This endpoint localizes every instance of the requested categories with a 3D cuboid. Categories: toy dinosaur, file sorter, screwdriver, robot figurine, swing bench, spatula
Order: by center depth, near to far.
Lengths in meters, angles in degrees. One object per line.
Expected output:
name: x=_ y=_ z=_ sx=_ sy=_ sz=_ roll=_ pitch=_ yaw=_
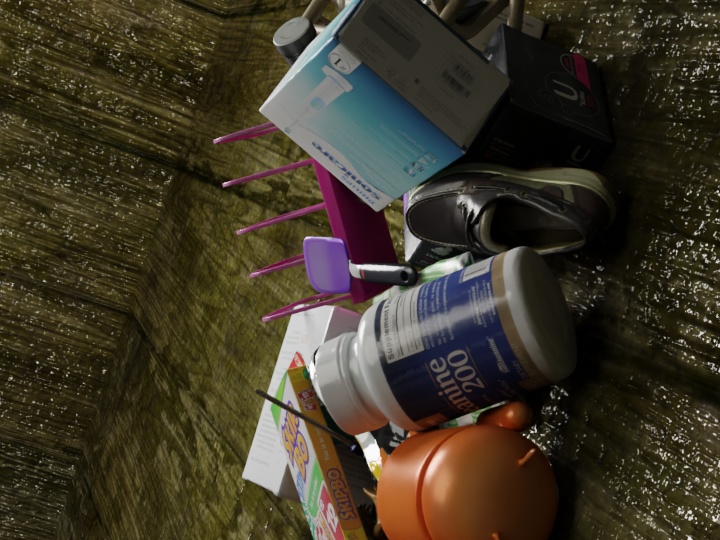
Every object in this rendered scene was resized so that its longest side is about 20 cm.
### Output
robot figurine: x=0.084 y=0.183 z=1.285 sx=0.118 sy=0.143 sz=0.200 roll=67 pitch=159 yaw=0
toy dinosaur: x=0.037 y=0.259 z=1.495 sx=0.200 sy=0.060 sz=0.107 roll=-116 pitch=24 yaw=-67
screwdriver: x=-0.023 y=0.159 z=1.512 sx=0.029 sy=0.199 sz=0.028 roll=-61 pitch=28 yaw=4
spatula: x=0.000 y=0.000 z=1.519 sx=0.199 sy=0.020 sz=0.057 roll=9 pitch=109 yaw=62
swing bench: x=0.068 y=-0.285 z=1.536 sx=0.198 sy=0.129 sz=0.202 roll=16 pitch=86 yaw=47
file sorter: x=-0.057 y=-0.061 z=1.668 sx=0.139 sy=0.124 sz=0.202 roll=-25 pitch=-81 yaw=-70

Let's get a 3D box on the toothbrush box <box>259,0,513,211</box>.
toothbrush box: x=0.017 y=-0.148 z=1.393 sx=0.086 sy=0.146 sz=0.200 roll=-54 pitch=9 yaw=-24

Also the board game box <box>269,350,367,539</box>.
board game box: x=-0.045 y=0.185 z=1.558 sx=0.096 sy=0.030 sz=0.202 roll=117 pitch=139 yaw=-60

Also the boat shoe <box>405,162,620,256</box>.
boat shoe: x=0.114 y=-0.046 z=1.341 sx=0.198 sy=0.074 sz=0.065 roll=-5 pitch=28 yaw=37

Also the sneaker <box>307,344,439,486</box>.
sneaker: x=0.027 y=0.121 z=1.499 sx=0.090 sy=0.070 sz=0.201 roll=-55 pitch=47 yaw=22

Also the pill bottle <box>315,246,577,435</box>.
pill bottle: x=0.067 y=0.065 z=1.318 sx=0.198 sy=0.111 sz=0.112 roll=-22 pitch=41 yaw=23

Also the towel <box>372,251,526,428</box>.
towel: x=0.077 y=0.074 z=1.454 sx=0.154 sy=0.023 sz=0.200 roll=70 pitch=156 yaw=6

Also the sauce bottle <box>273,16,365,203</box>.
sauce bottle: x=-0.022 y=-0.153 z=1.555 sx=0.064 sy=0.201 sz=0.065 roll=-21 pitch=38 yaw=18

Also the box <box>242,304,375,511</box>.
box: x=-0.032 y=0.147 z=1.710 sx=0.152 sy=0.105 sz=0.202 roll=180 pitch=108 yaw=-72

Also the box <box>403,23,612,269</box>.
box: x=0.127 y=-0.096 z=1.449 sx=0.123 sy=0.105 sz=0.201 roll=-90 pitch=25 yaw=-48

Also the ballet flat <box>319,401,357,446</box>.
ballet flat: x=0.028 y=0.102 z=1.601 sx=0.200 sy=0.069 sz=0.070 roll=-42 pitch=29 yaw=24

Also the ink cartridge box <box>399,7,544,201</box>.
ink cartridge box: x=0.099 y=-0.164 z=1.650 sx=0.145 sy=0.083 sz=0.202 roll=-175 pitch=103 yaw=-74
